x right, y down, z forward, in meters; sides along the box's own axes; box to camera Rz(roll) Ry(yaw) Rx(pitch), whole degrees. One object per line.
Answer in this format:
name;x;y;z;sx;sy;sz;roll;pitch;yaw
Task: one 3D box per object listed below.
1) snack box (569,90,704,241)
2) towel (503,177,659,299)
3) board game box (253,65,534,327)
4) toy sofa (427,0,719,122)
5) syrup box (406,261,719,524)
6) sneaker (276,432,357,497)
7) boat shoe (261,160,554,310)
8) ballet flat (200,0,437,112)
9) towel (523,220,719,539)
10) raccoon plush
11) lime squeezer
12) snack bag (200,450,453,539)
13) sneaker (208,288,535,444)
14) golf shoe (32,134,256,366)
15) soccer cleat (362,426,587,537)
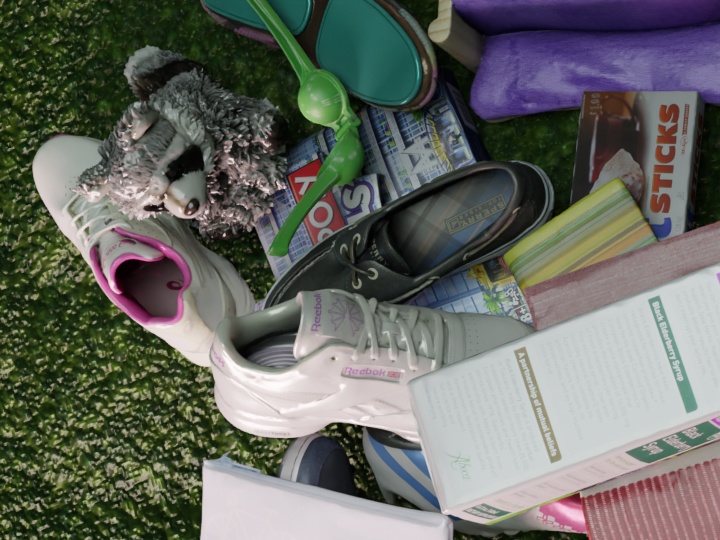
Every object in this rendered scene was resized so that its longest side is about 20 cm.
snack box;0.158;-0.010;1.512;0.072;0.024;0.200;2;73;20
towel;0.162;0.050;1.467;0.086;0.018;0.200;-34;69;15
board game box;0.000;0.000;1.595;0.200;0.062;0.200;-28;72;15
toy sofa;0.148;-0.148;1.546;0.200;0.083;0.098;-1;80;20
syrup box;0.136;0.068;1.397;0.200;0.079;0.081;-21;75;15
sneaker;0.024;0.195;1.535;0.146;0.077;0.202;-6;88;32
boat shoe;0.020;-0.012;1.524;0.200;0.057;0.069;-30;72;15
ballet flat;-0.014;-0.155;1.618;0.200;0.071;0.069;26;105;33
towel;0.183;0.081;1.432;0.144;0.023;0.200;-18;75;17
raccoon plush;-0.140;-0.085;1.597;0.200;0.134;0.097;30;104;47
lime squeezer;-0.035;-0.090;1.567;0.071;0.038;0.200;-1;60;-13
snack bag;-0.028;0.221;1.513;0.189;0.021;0.200;11;99;34
sneaker;0.009;0.053;1.483;0.200;0.100;0.075;-5;57;4
golf shoe;-0.149;-0.023;1.643;0.200;0.092;0.075;44;100;24
soccer cleat;0.093;0.127;1.530;0.200;0.086;0.070;16;43;29
